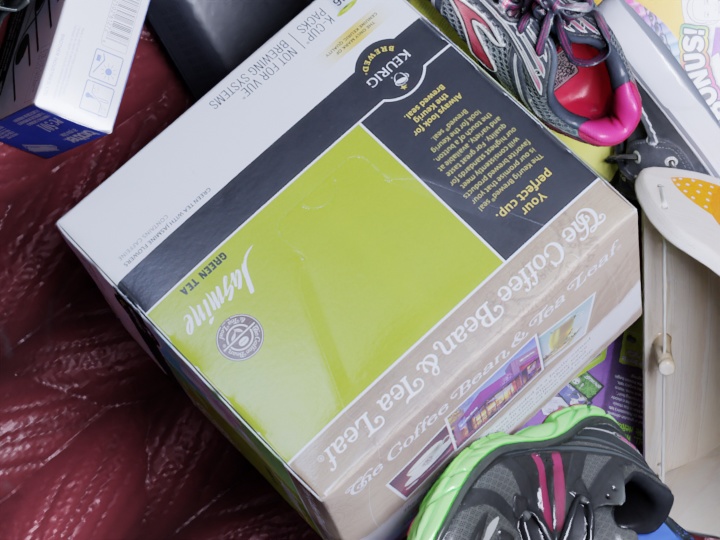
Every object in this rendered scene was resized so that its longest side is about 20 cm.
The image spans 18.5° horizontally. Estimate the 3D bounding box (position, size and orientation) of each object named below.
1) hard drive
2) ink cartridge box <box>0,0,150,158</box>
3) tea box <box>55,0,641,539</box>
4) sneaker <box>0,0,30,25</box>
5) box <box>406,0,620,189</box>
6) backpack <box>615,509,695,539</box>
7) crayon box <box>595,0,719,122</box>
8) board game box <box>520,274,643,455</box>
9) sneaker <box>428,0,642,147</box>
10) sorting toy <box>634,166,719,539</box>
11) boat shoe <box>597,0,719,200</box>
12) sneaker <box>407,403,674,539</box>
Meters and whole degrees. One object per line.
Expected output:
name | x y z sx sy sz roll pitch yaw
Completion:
hard drive | -0.013 -0.155 1.193 0.200 0.042 0.135 -39 111 -25
ink cartridge box | -0.132 -0.161 1.110 0.044 0.094 0.201 20 77 -24
tea box | 0.000 0.000 1.072 0.200 0.134 0.197 -41 67 -9
sneaker | -0.199 -0.126 1.063 0.076 0.114 0.200 22 77 -22
box | 0.072 -0.113 1.183 0.200 0.075 0.050 36 78 -42
backpack | 0.129 0.225 1.168 0.168 0.162 0.201 -29 99 -23
crayon box | 0.201 -0.118 1.266 0.118 0.058 0.201 -18 94 7
board game box | 0.108 0.049 1.250 0.199 0.032 0.120 19 74 -24
sneaker | 0.076 -0.138 1.068 0.081 0.075 0.200 -45 129 2
sorting toy | 0.208 0.071 1.133 0.106 0.180 0.201 -7 123 -3
boat shoe | 0.169 -0.057 1.195 0.066 0.070 0.200 -34 119 11
sneaker | 0.086 0.122 1.057 0.084 0.077 0.200 37 37 24
